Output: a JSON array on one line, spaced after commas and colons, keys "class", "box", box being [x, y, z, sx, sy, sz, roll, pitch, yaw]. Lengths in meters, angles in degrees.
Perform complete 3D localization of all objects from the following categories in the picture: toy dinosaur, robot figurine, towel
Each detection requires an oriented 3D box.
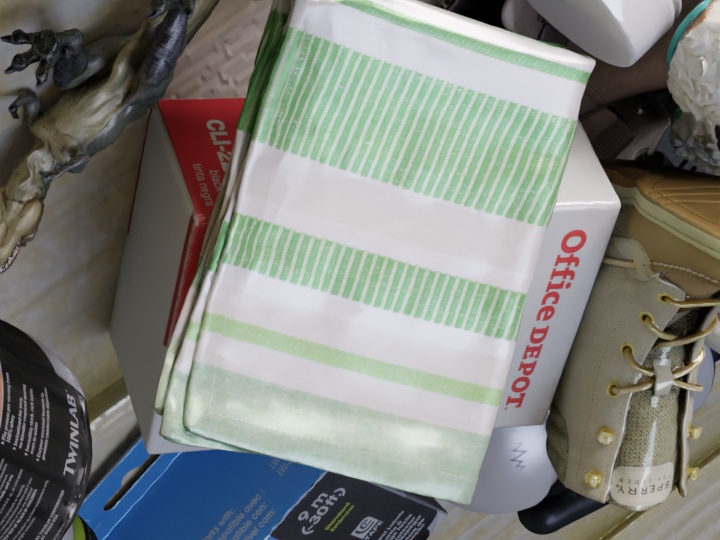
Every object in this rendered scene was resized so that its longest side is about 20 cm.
[{"class": "toy dinosaur", "box": [-0.094, -0.086, 1.001, 0.200, 0.047, 0.088, -42, 163, -3]}, {"class": "robot figurine", "box": [0.104, 0.047, 1.303, 0.200, 0.150, 0.125, -27, 165, -25]}, {"class": "towel", "box": [0.008, -0.012, 1.023, 0.152, 0.023, 0.200, 14, 94, -23]}]

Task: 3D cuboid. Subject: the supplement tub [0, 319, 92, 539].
[{"class": "supplement tub", "box": [-0.203, 0.054, 0.967, 0.123, 0.123, 0.200, -46, 147, 4]}]

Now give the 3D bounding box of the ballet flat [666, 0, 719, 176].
[{"class": "ballet flat", "box": [0.179, -0.077, 1.108, 0.072, 0.072, 0.200, -43, 168, -1]}]

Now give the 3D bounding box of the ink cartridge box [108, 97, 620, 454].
[{"class": "ink cartridge box", "box": [0.000, 0.000, 1.112, 0.200, 0.084, 0.144, -3, 134, -21]}]

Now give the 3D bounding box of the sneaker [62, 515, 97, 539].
[{"class": "sneaker", "box": [-0.213, 0.170, 1.167, 0.200, 0.072, 0.083, -45, 124, 1]}]

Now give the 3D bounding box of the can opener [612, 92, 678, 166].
[{"class": "can opener", "box": [0.161, -0.089, 1.253, 0.066, 0.053, 0.200, 38, 89, -36]}]

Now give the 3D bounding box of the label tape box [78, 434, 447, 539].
[{"class": "label tape box", "box": [-0.061, 0.141, 1.283, 0.143, 0.066, 0.200, -48, 149, 8]}]

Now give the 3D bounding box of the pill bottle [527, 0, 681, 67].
[{"class": "pill bottle", "box": [0.151, -0.190, 1.062, 0.200, 0.120, 0.120, -47, 149, -7]}]

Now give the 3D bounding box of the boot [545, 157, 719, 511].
[{"class": "boot", "box": [0.139, 0.034, 1.111, 0.072, 0.200, 0.155, 3, 99, -19]}]

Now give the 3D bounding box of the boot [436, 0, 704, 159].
[{"class": "boot", "box": [0.114, -0.130, 1.163, 0.200, 0.070, 0.146, -54, 140, 3]}]

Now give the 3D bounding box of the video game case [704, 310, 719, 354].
[{"class": "video game case", "box": [0.233, -0.024, 1.163, 0.182, 0.200, 0.023, -41, 118, -6]}]

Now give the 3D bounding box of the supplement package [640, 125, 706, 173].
[{"class": "supplement package", "box": [0.286, -0.031, 1.338, 0.147, 0.200, 0.191, -46, 149, 5]}]
